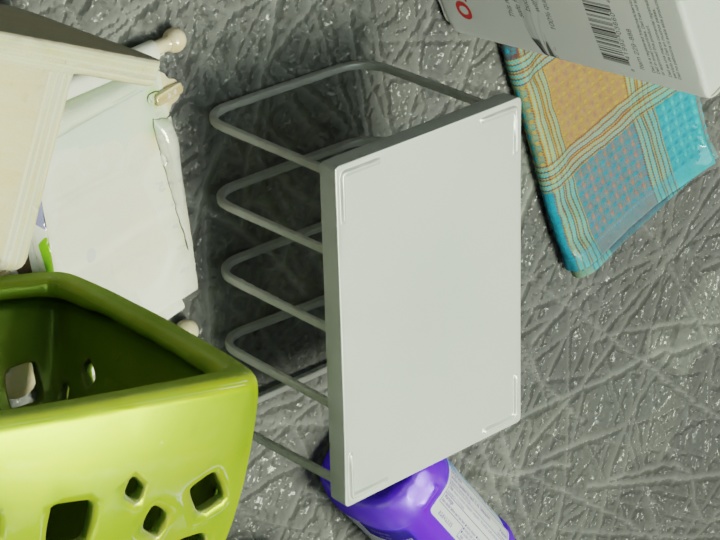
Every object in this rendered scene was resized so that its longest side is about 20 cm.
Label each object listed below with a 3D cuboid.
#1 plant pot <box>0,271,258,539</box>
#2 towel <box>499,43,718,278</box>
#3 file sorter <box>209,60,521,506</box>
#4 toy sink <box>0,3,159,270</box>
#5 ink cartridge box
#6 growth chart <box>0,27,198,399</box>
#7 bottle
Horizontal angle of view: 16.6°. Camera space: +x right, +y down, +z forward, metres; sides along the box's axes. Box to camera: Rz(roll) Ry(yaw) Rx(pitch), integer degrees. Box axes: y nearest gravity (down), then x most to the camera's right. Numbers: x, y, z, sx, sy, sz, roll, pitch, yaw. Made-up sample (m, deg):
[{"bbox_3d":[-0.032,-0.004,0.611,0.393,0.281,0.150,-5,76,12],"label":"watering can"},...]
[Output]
[{"bbox_3d":[-0.182,0.120,1.192,0.198,0.200,0.182,-8,108,-34],"label":"plant pot"},{"bbox_3d":[0.160,-0.110,1.568,0.147,0.022,0.201,-39,130,-26],"label":"towel"},{"bbox_3d":[0.000,0.000,1.386,0.138,0.124,0.201,-22,121,-37],"label":"file sorter"},{"bbox_3d":[-0.215,-0.071,1.149,0.200,0.130,0.112,6,103,-46],"label":"toy sink"},{"bbox_3d":[0.123,-0.193,1.371,0.084,0.200,0.146,-45,132,-25],"label":"ink cartridge box"},{"bbox_3d":[-0.144,-0.017,1.319,0.144,0.018,0.201,-22,121,-36],"label":"growth chart"},{"bbox_3d":[0.053,0.167,1.536,0.065,0.083,0.200,-54,134,-13],"label":"bottle"}]
